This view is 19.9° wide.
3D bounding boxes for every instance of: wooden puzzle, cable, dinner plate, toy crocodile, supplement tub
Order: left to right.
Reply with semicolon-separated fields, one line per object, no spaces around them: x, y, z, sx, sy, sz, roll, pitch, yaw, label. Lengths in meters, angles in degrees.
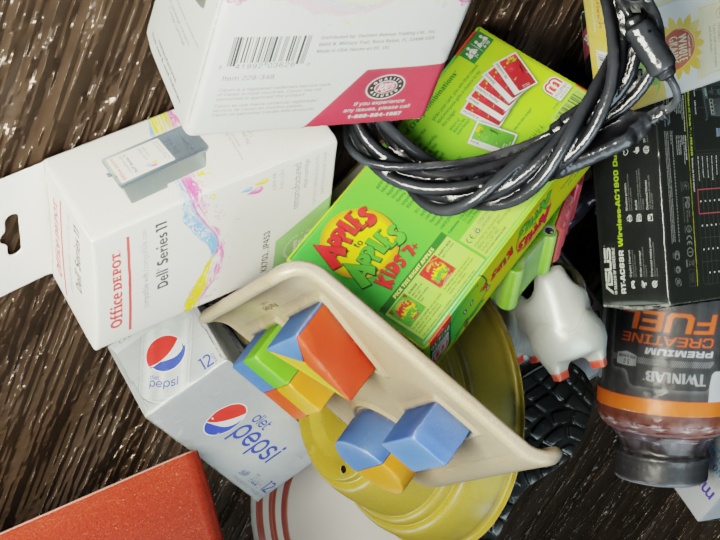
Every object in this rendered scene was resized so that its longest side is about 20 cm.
-0.002;0.198;1.522;0.024;0.200;0.201;-20;150;-47;dinner plate
0.001;0.076;1.226;0.046;0.200;0.185;-57;-170;-19;wooden puzzle
0.075;-0.121;1.181;0.199;0.164;0.051;-22;-165;12;cable
0.119;-0.052;1.332;0.200;0.061;0.068;-68;171;-48;toy crocodile
0.230;0.056;1.522;0.107;0.107;0.201;-3;99;-43;supplement tub

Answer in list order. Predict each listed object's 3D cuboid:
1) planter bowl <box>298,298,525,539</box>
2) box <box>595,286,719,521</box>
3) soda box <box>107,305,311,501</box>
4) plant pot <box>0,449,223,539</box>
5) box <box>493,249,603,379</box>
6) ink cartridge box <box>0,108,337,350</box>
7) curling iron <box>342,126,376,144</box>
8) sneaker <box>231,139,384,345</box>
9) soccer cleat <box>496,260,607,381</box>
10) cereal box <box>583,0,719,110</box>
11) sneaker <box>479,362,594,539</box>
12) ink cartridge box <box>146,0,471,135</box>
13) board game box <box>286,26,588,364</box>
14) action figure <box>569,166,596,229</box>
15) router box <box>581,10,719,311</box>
0.015;0.094;1.386;0.083;0.201;0.201;-2;138;-37;planter bowl
0.285;0.062;1.610;0.096;0.200;0.177;-3;139;-42;box
-0.092;0.089;1.401;0.068;0.064;0.200;-35;151;4;soda box
-0.179;0.258;1.389;0.199;0.177;0.200;-22;170;-20;plant pot
0.091;0.079;1.579;0.199;0.060;0.117;-30;151;-8;box
-0.117;-0.028;1.198;0.199;0.067;0.117;-24;150;-20;ink cartridge box
0.048;-0.144;1.235;0.049;0.026;0.200;12;127;-39;curling iron
0.000;0.000;1.337;0.200;0.090;0.067;-45;149;18;sneaker
0.126;0.025;1.405;0.069;0.078;0.200;-18;-175;-5;soccer cleat
0.226;-0.195;1.265;0.199;0.039;0.145;-19;113;-25;cereal box
0.091;0.144;1.560;0.076;0.088;0.200;42;82;-18;sneaker
-0.015;-0.170;1.057;0.147;0.086;0.200;-4;139;-25;ink cartridge box
0.056;-0.043;1.244;0.200;0.101;0.048;-51;161;-21;board game box
0.129;-0.034;1.441;0.199;0.070;0.130;-29;169;-1;action figure
0.223;-0.079;1.357;0.149;0.201;0.062;-5;-178;-40;router box
